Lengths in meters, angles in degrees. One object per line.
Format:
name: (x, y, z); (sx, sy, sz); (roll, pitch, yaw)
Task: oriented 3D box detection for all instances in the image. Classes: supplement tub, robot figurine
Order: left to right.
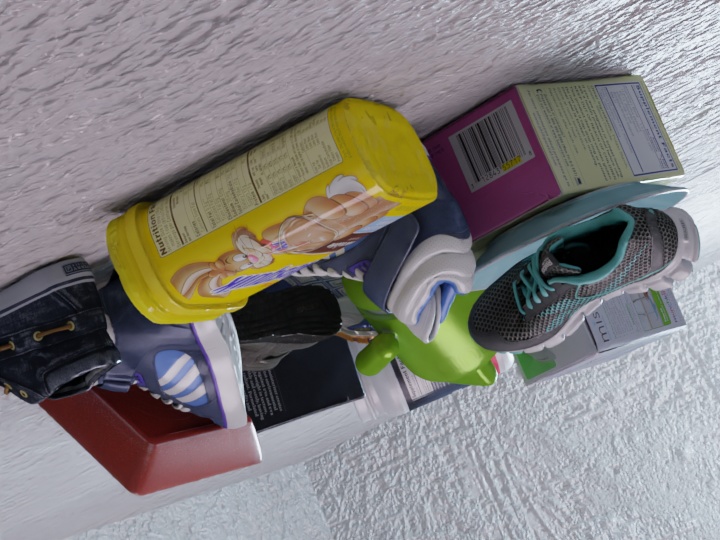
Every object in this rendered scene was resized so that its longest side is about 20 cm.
supplement tub: (0.071, 0.088, 2.256); (0.200, 0.140, 0.140); (-22, 171, -1)
robot figurine: (0.061, 0.021, 1.701); (0.116, 0.200, 0.175); (7, -124, 45)

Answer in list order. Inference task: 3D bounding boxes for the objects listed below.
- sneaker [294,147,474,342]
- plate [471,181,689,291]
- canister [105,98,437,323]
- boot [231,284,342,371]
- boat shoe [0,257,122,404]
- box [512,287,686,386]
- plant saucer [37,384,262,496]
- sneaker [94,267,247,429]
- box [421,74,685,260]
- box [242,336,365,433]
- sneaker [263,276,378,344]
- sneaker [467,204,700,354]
sneaker: (0.000, 0.000, 1.479); (0.200, 0.146, 0.081); (-29, 170, 34)
plate: (0.168, -0.033, 1.516); (0.200, 0.026, 0.200); (-22, 172, -3)
canister: (-0.059, -0.042, 1.338); (0.200, 0.087, 0.149); (-27, 171, 20)
boot: (-0.125, 0.058, 1.686); (0.200, 0.068, 0.131); (9, 152, -38)
boat shoe: (-0.273, 0.070, 1.456); (0.200, 0.091, 0.071); (-28, 170, 32)
box: (0.200, -0.008, 1.806); (0.097, 0.200, 0.176); (-29, 170, 37)
plant saucer: (-0.194, 0.102, 1.613); (0.037, 0.200, 0.200); (-57, 158, 19)
sneaker: (-0.177, 0.073, 1.542); (0.146, 0.081, 0.200); (-10, 145, 2)
box: (0.136, -0.079, 1.562); (0.176, 0.097, 0.200); (-29, 168, 38)
box: (-0.140, 0.114, 1.900); (0.198, 0.123, 0.200); (-15, 177, -37)
sneaker: (-0.042, 0.020, 1.802); (0.200, 0.088, 0.075); (4, 160, -9)
sneaker: (0.153, -0.001, 1.428); (0.200, 0.078, 0.091); (-31, 152, 28)
